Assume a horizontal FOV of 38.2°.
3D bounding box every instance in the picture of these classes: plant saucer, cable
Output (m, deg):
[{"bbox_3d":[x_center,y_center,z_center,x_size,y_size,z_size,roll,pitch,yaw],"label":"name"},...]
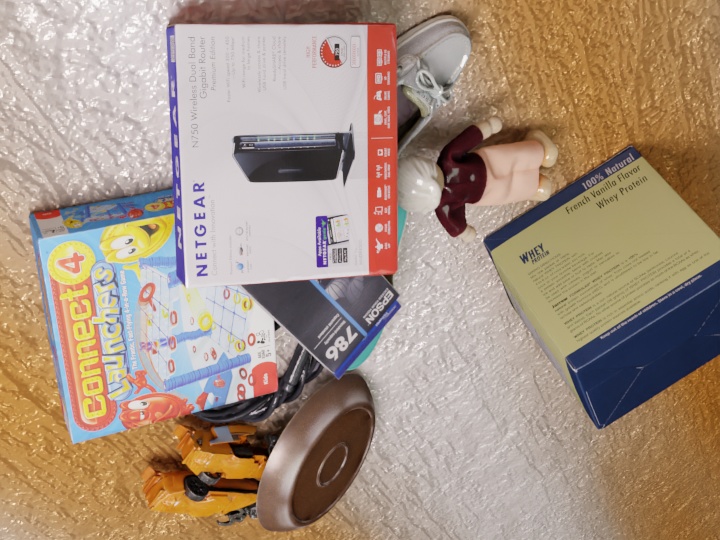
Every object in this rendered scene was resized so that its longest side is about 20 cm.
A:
[{"bbox_3d":[-0.041,0.212,1.173,0.200,0.032,0.202,-40,145,-36],"label":"plant saucer"},{"bbox_3d":[-0.097,0.094,1.077,0.199,0.051,0.164,-31,139,-2],"label":"cable"}]

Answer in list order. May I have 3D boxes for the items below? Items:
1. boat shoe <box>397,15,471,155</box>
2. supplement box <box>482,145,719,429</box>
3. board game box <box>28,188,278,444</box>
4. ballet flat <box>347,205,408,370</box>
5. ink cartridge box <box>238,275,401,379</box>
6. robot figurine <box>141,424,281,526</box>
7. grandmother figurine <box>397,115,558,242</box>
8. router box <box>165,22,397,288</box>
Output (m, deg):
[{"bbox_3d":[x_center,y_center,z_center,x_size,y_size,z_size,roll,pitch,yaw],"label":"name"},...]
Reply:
[{"bbox_3d":[0.029,-0.135,0.911,0.202,0.065,0.074,-44,139,0],"label":"boat shoe"},{"bbox_3d":[0.272,0.017,1.112,0.199,0.201,0.135,-32,139,1],"label":"supplement box"},{"bbox_3d":[-0.177,0.033,0.922,0.194,0.056,0.202,-13,118,-21],"label":"board game box"},{"bbox_3d":[0.000,0.000,1.021,0.069,0.069,0.202,-2,120,-29],"label":"ballet flat"},{"bbox_3d":[-0.033,0.019,0.939,0.100,0.039,0.200,-50,131,-7],"label":"ink cartridge box"},{"bbox_3d":[-0.137,0.224,1.165,0.199,0.058,0.145,14,122,-48],"label":"robot figurine"},{"bbox_3d":[0.103,-0.086,0.986,0.198,0.060,0.123,-8,105,-41],"label":"grandmother figurine"},{"bbox_3d":[-0.060,-0.093,0.831,0.177,0.049,0.203,-5,102,-19],"label":"router box"}]
